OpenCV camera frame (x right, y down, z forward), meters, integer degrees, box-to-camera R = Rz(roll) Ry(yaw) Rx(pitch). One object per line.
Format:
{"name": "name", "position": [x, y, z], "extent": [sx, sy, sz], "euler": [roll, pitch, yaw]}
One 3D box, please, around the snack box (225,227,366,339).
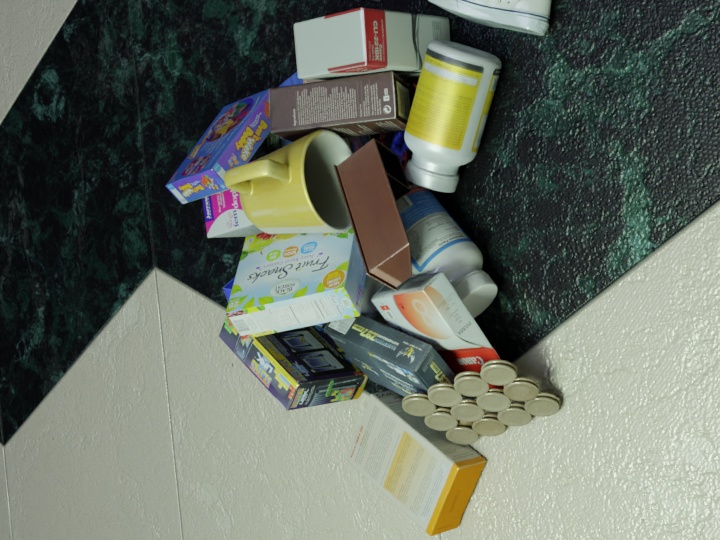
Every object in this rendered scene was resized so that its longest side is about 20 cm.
{"name": "snack box", "position": [-0.090, 0.006, 1.715], "extent": [0.197, 0.068, 0.170], "euler": [-13, 42, 22]}

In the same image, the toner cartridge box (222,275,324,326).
{"name": "toner cartridge box", "position": [-0.114, 0.031, 1.807], "extent": [0.198, 0.095, 0.044], "euler": [9, 128, 38]}

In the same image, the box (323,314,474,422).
{"name": "box", "position": [0.057, 0.140, 1.700], "extent": [0.199, 0.158, 0.051], "euler": [23, 71, 43]}

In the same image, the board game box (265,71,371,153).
{"name": "board game box", "position": [-0.077, -0.231, 1.889], "extent": [0.199, 0.041, 0.202], "euler": [-31, 71, 41]}

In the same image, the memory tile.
{"name": "memory tile", "position": [0.170, 0.188, 1.609], "extent": [0.199, 0.153, 0.017], "euler": [-27, 41, 37]}

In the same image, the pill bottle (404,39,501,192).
{"name": "pill bottle", "position": [0.126, -0.222, 1.646], "extent": [0.111, 0.111, 0.203], "euler": [29, 111, 39]}

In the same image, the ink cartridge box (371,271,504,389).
{"name": "ink cartridge box", "position": [0.115, 0.102, 1.626], "extent": [0.201, 0.050, 0.162], "euler": [58, 154, -9]}

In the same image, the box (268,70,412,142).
{"name": "box", "position": [-0.028, -0.241, 1.699], "extent": [0.197, 0.100, 0.076], "euler": [-6, 85, 18]}

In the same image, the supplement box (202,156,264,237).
{"name": "supplement box", "position": [-0.164, -0.121, 1.884], "extent": [0.199, 0.102, 0.103], "euler": [-14, 84, 46]}

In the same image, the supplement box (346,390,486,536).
{"name": "supplement box", "position": [0.082, 0.289, 1.740], "extent": [0.199, 0.073, 0.127], "euler": [37, 117, 36]}

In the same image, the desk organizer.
{"name": "desk organizer", "position": [0.033, -0.082, 1.614], "extent": [0.077, 0.071, 0.202], "euler": [-34, 52, 24]}

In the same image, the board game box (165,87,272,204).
{"name": "board game box", "position": [-0.221, -0.206, 1.881], "extent": [0.133, 0.201, 0.045], "euler": [-11, 129, 46]}

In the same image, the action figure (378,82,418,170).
{"name": "action figure", "position": [0.061, -0.189, 1.758], "extent": [0.065, 0.051, 0.202], "euler": [41, 121, 29]}

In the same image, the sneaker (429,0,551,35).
{"name": "sneaker", "position": [0.188, -0.386, 1.618], "extent": [0.198, 0.073, 0.072], "euler": [21, 98, 32]}

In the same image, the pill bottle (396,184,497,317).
{"name": "pill bottle", "position": [0.110, -0.021, 1.673], "extent": [0.201, 0.111, 0.113], "euler": [53, 125, 27]}

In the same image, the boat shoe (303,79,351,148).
{"name": "boat shoe", "position": [-0.062, -0.232, 1.797], "extent": [0.073, 0.069, 0.203], "euler": [-20, 79, 41]}

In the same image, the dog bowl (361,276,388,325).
{"name": "dog bowl", "position": [0.000, 0.000, 1.816], "extent": [0.198, 0.058, 0.203], "euler": [3, 94, 44]}

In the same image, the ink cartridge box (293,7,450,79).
{"name": "ink cartridge box", "position": [0.021, -0.329, 1.684], "extent": [0.143, 0.198, 0.085], "euler": [-1, 95, 43]}

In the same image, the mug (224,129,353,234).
{"name": "mug", "position": [-0.108, -0.132, 1.691], "extent": [0.152, 0.187, 0.151], "euler": [-9, 45, 35]}

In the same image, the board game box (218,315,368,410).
{"name": "board game box", "position": [-0.109, 0.138, 1.853], "extent": [0.200, 0.164, 0.057], "euler": [43, 120, 35]}
